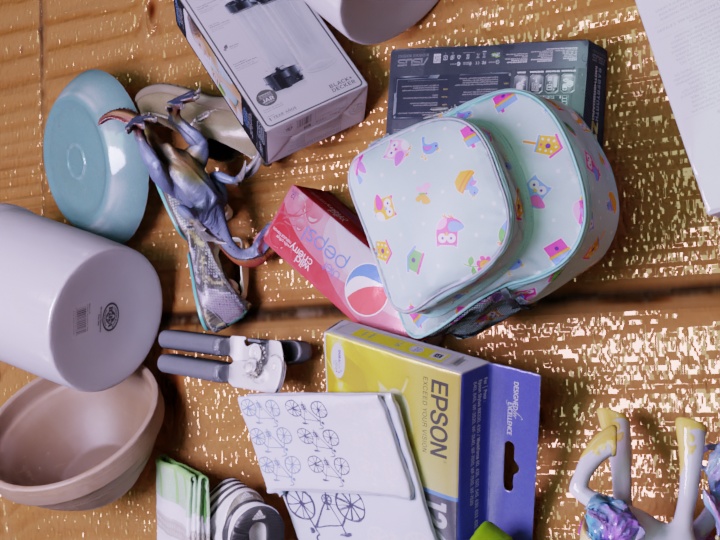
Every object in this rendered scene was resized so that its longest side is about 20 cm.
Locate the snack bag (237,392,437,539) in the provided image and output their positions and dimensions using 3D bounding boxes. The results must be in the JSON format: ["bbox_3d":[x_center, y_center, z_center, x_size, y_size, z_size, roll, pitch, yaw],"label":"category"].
[{"bbox_3d":[-0.018,0.203,1.063,0.188,0.021,0.201,-5,108,40],"label":"snack bag"}]

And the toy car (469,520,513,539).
[{"bbox_3d":[0.111,0.321,0.906,0.164,0.200,0.158,35,107,14],"label":"toy car"}]

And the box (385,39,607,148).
[{"bbox_3d":[0.117,-0.121,1.034,0.199,0.051,0.158,3,89,33],"label":"box"}]

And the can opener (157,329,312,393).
[{"bbox_3d":[-0.136,0.093,1.190,0.200,0.066,0.053,2,88,42],"label":"can opener"}]

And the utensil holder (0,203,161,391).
[{"bbox_3d":[-0.339,0.029,1.247,0.199,0.170,0.171,15,96,33],"label":"utensil holder"}]

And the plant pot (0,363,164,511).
[{"bbox_3d":[-0.300,0.192,1.243,0.200,0.201,0.093,11,134,33],"label":"plant pot"}]

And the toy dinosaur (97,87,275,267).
[{"bbox_3d":[-0.157,-0.088,1.167,0.200,0.105,0.182,24,143,57],"label":"toy dinosaur"}]

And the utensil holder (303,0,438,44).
[{"bbox_3d":[-0.021,-0.332,1.071,0.200,0.170,0.170,46,111,23],"label":"utensil holder"}]

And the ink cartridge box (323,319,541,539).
[{"bbox_3d":[0.059,0.160,1.024,0.200,0.047,0.198,15,118,35],"label":"ink cartridge box"}]

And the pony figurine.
[{"bbox_3d":[0.236,0.218,0.883,0.192,0.167,0.201,15,71,20],"label":"pony figurine"}]

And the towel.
[{"bbox_3d":[-0.192,0.301,1.187,0.149,0.031,0.201,-1,89,63],"label":"towel"}]

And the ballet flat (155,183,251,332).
[{"bbox_3d":[-0.160,-0.035,1.213,0.072,0.072,0.201,-29,72,29],"label":"ballet flat"}]

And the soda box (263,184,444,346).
[{"bbox_3d":[0.000,0.000,1.098,0.200,0.063,0.070,40,109,28],"label":"soda box"}]

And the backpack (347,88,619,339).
[{"bbox_3d":[0.100,-0.052,0.930,0.200,0.153,0.176,-26,73,22],"label":"backpack"}]

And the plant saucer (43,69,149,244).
[{"bbox_3d":[-0.306,-0.124,1.287,0.200,0.036,0.201,14,108,46],"label":"plant saucer"}]

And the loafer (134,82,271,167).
[{"bbox_3d":[-0.161,-0.152,1.205,0.199,0.076,0.068,12,88,33],"label":"loafer"}]

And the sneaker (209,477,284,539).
[{"bbox_3d":[-0.127,0.304,1.176,0.115,0.075,0.201,38,124,57],"label":"sneaker"}]

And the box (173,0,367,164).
[{"bbox_3d":[-0.091,-0.216,1.137,0.116,0.060,0.200,-27,68,-16],"label":"box"}]

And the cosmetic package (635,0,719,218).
[{"bbox_3d":[0.286,-0.141,0.896,0.074,0.102,0.201,-21,75,31],"label":"cosmetic package"}]
